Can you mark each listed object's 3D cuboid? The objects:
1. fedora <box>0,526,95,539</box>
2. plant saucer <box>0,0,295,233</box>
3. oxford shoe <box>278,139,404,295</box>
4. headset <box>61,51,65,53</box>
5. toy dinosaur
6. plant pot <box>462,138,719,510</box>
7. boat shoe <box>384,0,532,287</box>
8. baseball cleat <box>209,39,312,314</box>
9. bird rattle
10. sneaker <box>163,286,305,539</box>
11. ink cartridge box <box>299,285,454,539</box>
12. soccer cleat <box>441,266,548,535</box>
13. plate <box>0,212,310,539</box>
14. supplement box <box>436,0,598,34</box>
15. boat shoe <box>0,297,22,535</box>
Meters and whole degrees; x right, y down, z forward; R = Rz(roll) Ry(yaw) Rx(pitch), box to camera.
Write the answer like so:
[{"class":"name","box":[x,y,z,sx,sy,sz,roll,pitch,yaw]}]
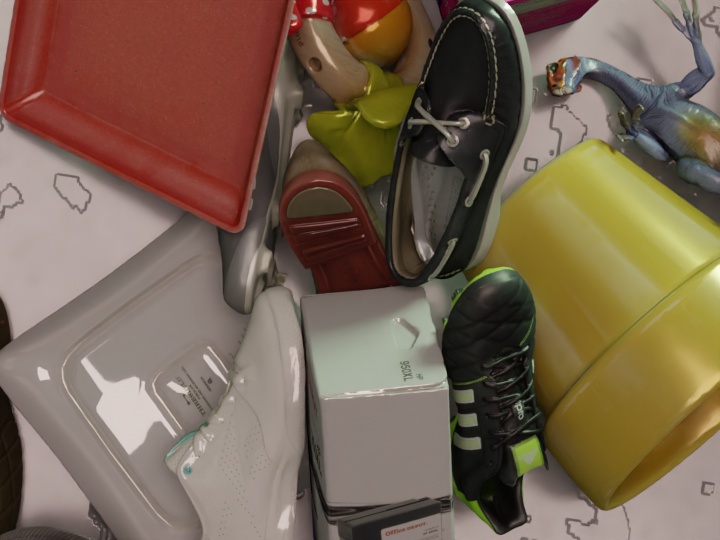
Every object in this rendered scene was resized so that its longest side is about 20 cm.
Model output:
[{"class":"fedora","box":[-0.186,0.240,1.526,0.177,0.090,0.200,34,113,1]},{"class":"plant saucer","box":[-0.131,-0.152,1.505,0.199,0.037,0.200,26,123,19]},{"class":"oxford shoe","box":[0.000,0.000,1.565,0.070,0.075,0.200,-13,126,7]},{"class":"headset","box":[-0.137,-0.220,1.570,0.094,0.123,0.200,31,102,23]},{"class":"toy dinosaur","box":[0.209,-0.085,1.593,0.105,0.181,0.200,-36,129,-23]},{"class":"plant pot","box":[0.173,0.023,1.548,0.201,0.201,0.189,-39,76,-6]},{"class":"boat shoe","box":[0.057,-0.077,1.466,0.060,0.076,0.201,-26,132,-40]},{"class":"baseball cleat","box":[-0.092,-0.066,1.576,0.106,0.070,0.201,8,64,3]},{"class":"bird rattle","box":[-0.016,-0.158,1.567,0.200,0.163,0.113,46,128,-3]},{"class":"sneaker","box":[-0.081,0.108,1.509,0.088,0.075,0.201,4,96,-4]},{"class":"ink cartridge box","box":[0.011,0.129,1.503,0.084,0.145,0.201,-5,116,-5]},{"class":"soccer cleat","box":[0.090,0.082,1.478,0.067,0.200,0.081,-21,48,-21]},{"class":"plate","box":[-0.111,0.081,1.569,0.200,0.032,0.200,-37,91,-19]},{"class":"supplement box","box":[0.103,-0.215,1.542,0.103,0.200,0.102,-16,88,-6]},{"class":"boat shoe","box":[-0.271,0.108,1.559,0.067,0.072,0.201,-8,81,26]}]
